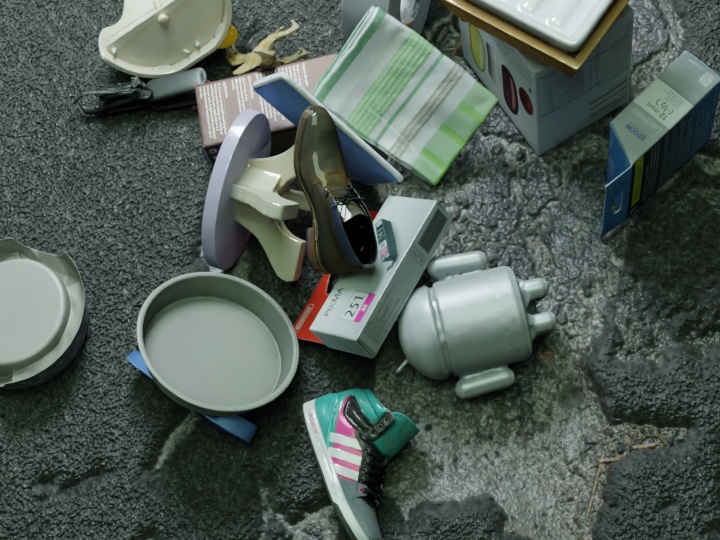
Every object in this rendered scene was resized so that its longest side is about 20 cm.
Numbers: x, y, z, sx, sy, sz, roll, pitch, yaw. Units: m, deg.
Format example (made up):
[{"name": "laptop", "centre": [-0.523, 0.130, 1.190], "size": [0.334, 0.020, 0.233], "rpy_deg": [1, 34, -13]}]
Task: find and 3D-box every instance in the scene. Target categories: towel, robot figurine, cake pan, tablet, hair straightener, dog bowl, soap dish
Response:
[{"name": "towel", "centre": [0.054, -0.215, 1.710], "size": [0.199, 0.031, 0.150], "rpy_deg": [35, 112, -9]}, {"name": "robot figurine", "centre": [0.129, 0.062, 1.614], "size": [0.198, 0.113, 0.172], "rpy_deg": [-14, 79, 2]}, {"name": "cake pan", "centre": [-0.173, 0.092, 1.634], "size": [0.198, 0.037, 0.202], "rpy_deg": [12, 48, -14]}, {"name": "tablet", "centre": [-0.041, -0.173, 1.688], "size": [0.199, 0.130, 0.014], "rpy_deg": [39, 78, -18]}, {"name": "hair straightener", "centre": [-0.301, -0.246, 1.839], "size": [0.197, 0.077, 0.041], "rpy_deg": [-5, 67, 7]}, {"name": "dog bowl", "centre": [-0.436, 0.059, 1.733], "size": [0.197, 0.059, 0.202], "rpy_deg": [-3, 65, 7]}, {"name": "soap dish", "centre": [0.209, -0.323, 1.573], "size": [0.199, 0.081, 0.158], "rpy_deg": [32, 75, 20]}]

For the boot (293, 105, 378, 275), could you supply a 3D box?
[{"name": "boot", "centre": [-0.021, -0.092, 1.593], "size": [0.074, 0.097, 0.203], "rpy_deg": [-15, 104, -34]}]

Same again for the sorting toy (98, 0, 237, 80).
[{"name": "sorting toy", "centre": [-0.258, -0.369, 1.880], "size": [0.199, 0.107, 0.181], "rpy_deg": [-30, 47, 14]}]

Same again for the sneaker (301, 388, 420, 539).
[{"name": "sneaker", "centre": [0.018, 0.219, 1.582], "size": [0.120, 0.084, 0.202], "rpy_deg": [-26, 63, 7]}]

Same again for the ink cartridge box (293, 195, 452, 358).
[{"name": "ink cartridge box", "centre": [0.000, 0.000, 1.652], "size": [0.173, 0.044, 0.201], "rpy_deg": [10, 63, 49]}]

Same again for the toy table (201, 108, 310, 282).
[{"name": "toy table", "centre": [-0.112, -0.088, 1.695], "size": [0.116, 0.184, 0.202], "rpy_deg": [17, 112, 19]}]

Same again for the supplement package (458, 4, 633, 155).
[{"name": "supplement package", "centre": [0.228, -0.294, 1.712], "size": [0.146, 0.200, 0.192], "rpy_deg": [-31, 64, -6]}]

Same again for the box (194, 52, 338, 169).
[{"name": "box", "centre": [-0.112, -0.208, 1.797], "size": [0.198, 0.075, 0.101], "rpy_deg": [-13, 65, 5]}]

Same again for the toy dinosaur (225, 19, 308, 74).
[{"name": "toy dinosaur", "centre": [-0.122, -0.283, 1.807], "size": [0.100, 0.200, 0.059], "rpy_deg": [-30, 107, -13]}]

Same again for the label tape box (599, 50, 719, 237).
[{"name": "label tape box", "centre": [0.345, -0.150, 1.660], "size": [0.200, 0.144, 0.066], "rpy_deg": [-41, 67, -10]}]

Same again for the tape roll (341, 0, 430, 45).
[{"name": "tape roll", "centre": [0.040, -0.371, 1.775], "size": [0.065, 0.201, 0.202], "rpy_deg": [14, 69, 16]}]

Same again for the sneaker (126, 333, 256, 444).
[{"name": "sneaker", "centre": [-0.193, 0.130, 1.658], "size": [0.199, 0.070, 0.078], "rpy_deg": [33, 79, 21]}]
